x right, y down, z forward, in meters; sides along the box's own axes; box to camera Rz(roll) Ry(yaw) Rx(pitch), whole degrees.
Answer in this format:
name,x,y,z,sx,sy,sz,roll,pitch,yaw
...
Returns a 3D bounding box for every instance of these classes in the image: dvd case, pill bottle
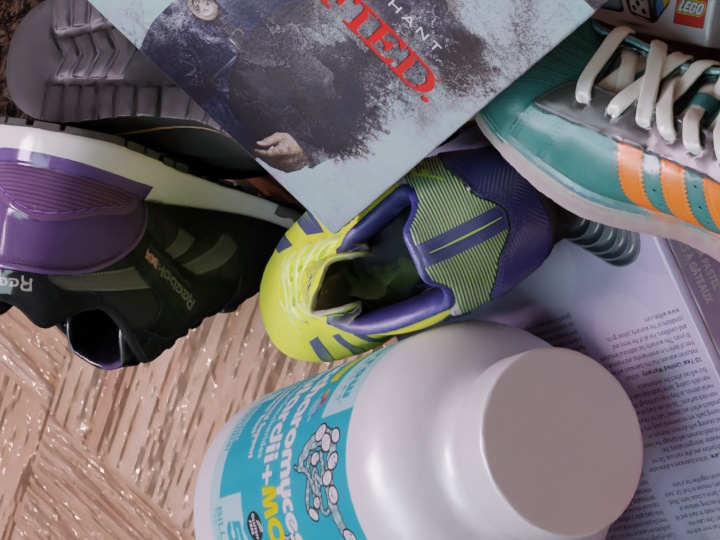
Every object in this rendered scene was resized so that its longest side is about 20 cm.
name,x,y,z,sx,sy,sz,roll,pitch,yaw
dvd case,-0.012,-0.104,0.988,0.146,0.022,0.200,44,143,-6
pill bottle,0.024,0.082,1.117,0.200,0.111,0.111,-25,92,57

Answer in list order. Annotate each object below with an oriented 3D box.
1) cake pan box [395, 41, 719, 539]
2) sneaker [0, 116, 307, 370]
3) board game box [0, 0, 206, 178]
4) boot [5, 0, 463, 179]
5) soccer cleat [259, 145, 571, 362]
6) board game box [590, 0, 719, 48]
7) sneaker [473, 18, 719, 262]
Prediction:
name,x,y,z,sx,sy,sz,roll,pitch,yaw
cake pan box,0.085,0.023,1.138,0.200,0.052,0.184,-23,92,57
sneaker,-0.090,0.000,1.202,0.076,0.200,0.088,8,84,36
board game box,-0.181,-0.077,1.248,0.097,0.200,0.160,-5,107,44
boot,-0.023,-0.070,1.180,0.200,0.138,0.078,10,82,30
soccer cleat,0.000,-0.001,1.116,0.200,0.084,0.065,-24,92,59
board game box,0.066,-0.159,1.067,0.200,0.035,0.126,16,101,39
sneaker,0.128,-0.044,0.988,0.200,0.071,0.080,30,150,10
